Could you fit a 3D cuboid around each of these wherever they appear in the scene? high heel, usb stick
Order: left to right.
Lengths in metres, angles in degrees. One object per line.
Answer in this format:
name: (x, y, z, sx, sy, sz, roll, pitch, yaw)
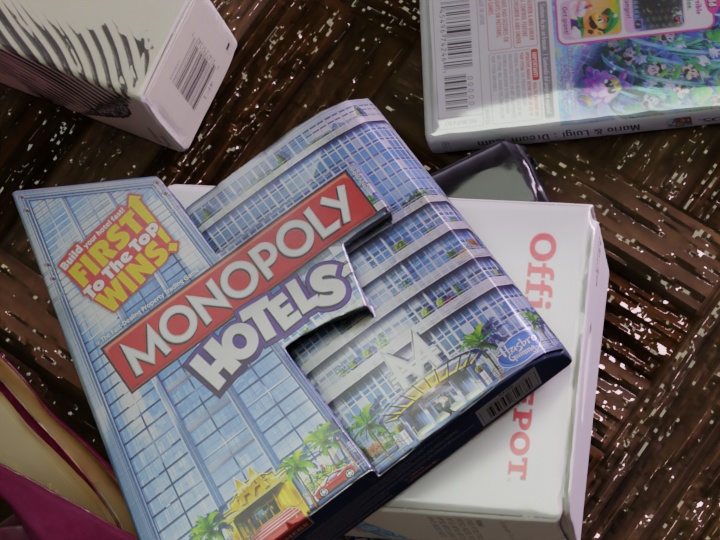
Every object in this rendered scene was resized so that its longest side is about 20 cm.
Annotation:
high heel: (-0.165, 0.058, 1.122, 0.096, 0.200, 0.067, -20, 19, 44)
usb stick: (0.000, 0.000, 1.177, 0.200, 0.033, 0.056, -27, 74, 2)

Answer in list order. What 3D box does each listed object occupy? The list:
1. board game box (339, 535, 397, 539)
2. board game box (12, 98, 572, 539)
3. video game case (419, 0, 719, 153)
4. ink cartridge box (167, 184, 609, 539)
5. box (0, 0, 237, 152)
board game box: (-0.036, 0.209, 1.114, 0.134, 0.029, 0.200, -5, 70, 10)
board game box: (-0.049, 0.017, 1.043, 0.200, 0.062, 0.200, -37, 70, -1)
video game case: (0.119, -0.162, 1.212, 0.182, 0.024, 0.200, -6, 69, 10)
ink cartridge box: (0.006, 0.045, 1.101, 0.200, 0.086, 0.148, 5, 73, 11)
box: (-0.170, -0.133, 1.235, 0.200, 0.082, 0.068, 21, 78, 20)
